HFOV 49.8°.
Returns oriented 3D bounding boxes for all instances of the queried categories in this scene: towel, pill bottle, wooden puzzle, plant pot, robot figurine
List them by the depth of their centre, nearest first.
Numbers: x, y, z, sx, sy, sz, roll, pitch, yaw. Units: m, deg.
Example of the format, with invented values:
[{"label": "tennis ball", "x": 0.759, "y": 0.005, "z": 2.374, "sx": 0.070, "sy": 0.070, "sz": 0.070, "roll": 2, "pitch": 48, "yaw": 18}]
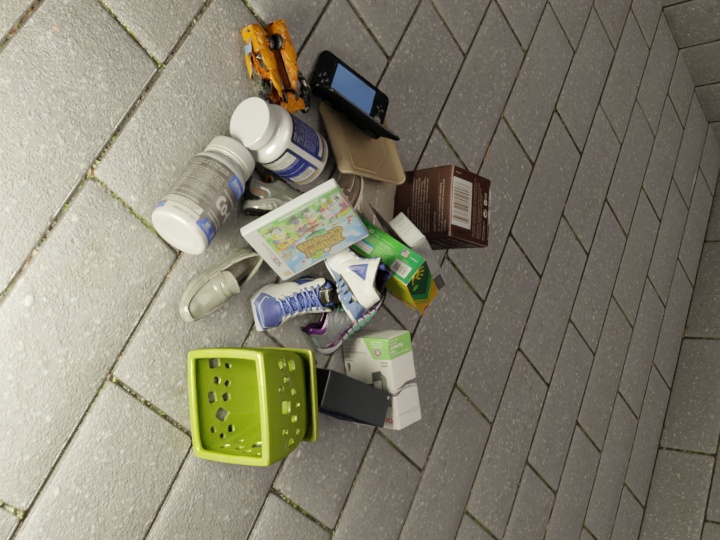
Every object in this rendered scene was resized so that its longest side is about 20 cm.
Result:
[{"label": "pill bottle", "x": -0.279, "y": -0.140, "z": 1.403, "sx": 0.114, "sy": 0.112, "sz": 0.202, "roll": 50, "pitch": 55, "yaw": -34}, {"label": "plant pot", "x": -0.187, "y": 0.236, "z": 1.437, "sx": 0.180, "sy": 0.197, "sz": 0.204, "roll": -3, "pitch": 90, "yaw": -53}, {"label": "pill bottle", "x": -0.157, "y": -0.251, "z": 1.505, "sx": 0.199, "sy": 0.114, "sz": 0.118, "roll": 26, "pitch": 69, "yaw": -58}, {"label": "robot figurine", "x": -0.171, "y": -0.398, "z": 1.573, "sx": 0.144, "sy": 0.057, "sz": 0.204, "roll": -26, "pitch": 107, "yaw": -45}, {"label": "wooden puzzle", "x": 0.003, "y": -0.282, "z": 1.739, "sx": 0.198, "sy": 0.037, "sz": 0.188, "roll": 4, "pitch": 61, "yaw": -44}, {"label": "towel", "x": 0.026, "y": -0.153, "z": 1.798, "sx": 0.131, "sy": 0.034, "sz": 0.205, "roll": 15, "pitch": 79, "yaw": -45}]

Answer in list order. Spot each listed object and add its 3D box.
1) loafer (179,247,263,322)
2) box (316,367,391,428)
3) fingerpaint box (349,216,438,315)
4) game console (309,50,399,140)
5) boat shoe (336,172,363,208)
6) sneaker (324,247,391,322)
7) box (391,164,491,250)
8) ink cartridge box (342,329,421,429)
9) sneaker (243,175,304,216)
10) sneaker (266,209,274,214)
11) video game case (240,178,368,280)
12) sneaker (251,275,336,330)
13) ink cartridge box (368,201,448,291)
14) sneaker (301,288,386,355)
[{"label": "loafer", "x": -0.258, "y": 0.024, "z": 1.451, "sx": 0.200, "sy": 0.069, "sz": 0.071, "roll": -50, "pitch": 124, "yaw": -36}, {"label": "box", "x": -0.053, "y": 0.261, "z": 1.616, "sx": 0.199, "sy": 0.139, "sz": 0.080, "roll": 29, "pitch": 68, "yaw": -42}, {"label": "fingerpaint box", "x": 0.061, "y": -0.012, "z": 1.667, "sx": 0.074, "sy": 0.199, "sz": 0.167, "roll": -50, "pitch": 152, "yaw": -11}, {"label": "game console", "x": 0.000, "y": -0.380, "z": 1.676, "sx": 0.198, "sy": 0.116, "sz": 0.179, "roll": 32, "pitch": 58, "yaw": -27}, {"label": "boat shoe", "x": -0.050, "y": -0.144, "z": 1.689, "sx": 0.059, "sy": 0.071, "sz": 0.204, "roll": 33, "pitch": 71, "yaw": -45}, {"label": "sneaker", "x": 0.000, "y": 0.001, "z": 1.563, "sx": 0.081, "sy": 0.114, "sz": 0.201, "roll": 55, "pitch": 8, "yaw": -53}, {"label": "box", "x": 0.186, "y": -0.144, "z": 1.850, "sx": 0.162, "sy": 0.197, "sz": 0.170, "roll": 10, "pitch": 81, "yaw": -46}, {"label": "ink cartridge box", "x": 0.046, "y": 0.240, "z": 1.722, "sx": 0.083, "sy": 0.144, "sz": 0.205, "roll": -14, "pitch": 98, "yaw": -46}, {"label": "sneaker", "x": -0.153, "y": -0.151, "z": 1.575, "sx": 0.198, "sy": 0.073, "sz": 0.081, "roll": 0, "pitch": 83, "yaw": -47}, {"label": "sneaker", "x": -0.138, "y": -0.076, "z": 1.544, "sx": 0.112, "sy": 0.201, "sz": 0.077, "roll": -9, "pitch": 66, "yaw": -19}, {"label": "video game case", "x": -0.100, "y": -0.072, "z": 1.465, "sx": 0.182, "sy": 0.197, "sz": 0.022, "roll": 53, "pitch": 12, "yaw": -55}, {"label": "sneaker", "x": -0.118, "y": 0.054, "z": 1.559, "sx": 0.198, "sy": 0.114, "sz": 0.082, "roll": -23, "pitch": 103, "yaw": -47}, {"label": "ink cartridge box", "x": 0.108, "y": -0.060, "z": 1.723, "sx": 0.043, "sy": 0.174, "sz": 0.201, "roll": -37, "pitch": 142, "yaw": -2}, {"label": "sneaker", "x": -0.032, "y": 0.086, "z": 1.652, "sx": 0.200, "sy": 0.074, "sz": 0.088, "roll": -45, "pitch": 115, "yaw": -5}]
